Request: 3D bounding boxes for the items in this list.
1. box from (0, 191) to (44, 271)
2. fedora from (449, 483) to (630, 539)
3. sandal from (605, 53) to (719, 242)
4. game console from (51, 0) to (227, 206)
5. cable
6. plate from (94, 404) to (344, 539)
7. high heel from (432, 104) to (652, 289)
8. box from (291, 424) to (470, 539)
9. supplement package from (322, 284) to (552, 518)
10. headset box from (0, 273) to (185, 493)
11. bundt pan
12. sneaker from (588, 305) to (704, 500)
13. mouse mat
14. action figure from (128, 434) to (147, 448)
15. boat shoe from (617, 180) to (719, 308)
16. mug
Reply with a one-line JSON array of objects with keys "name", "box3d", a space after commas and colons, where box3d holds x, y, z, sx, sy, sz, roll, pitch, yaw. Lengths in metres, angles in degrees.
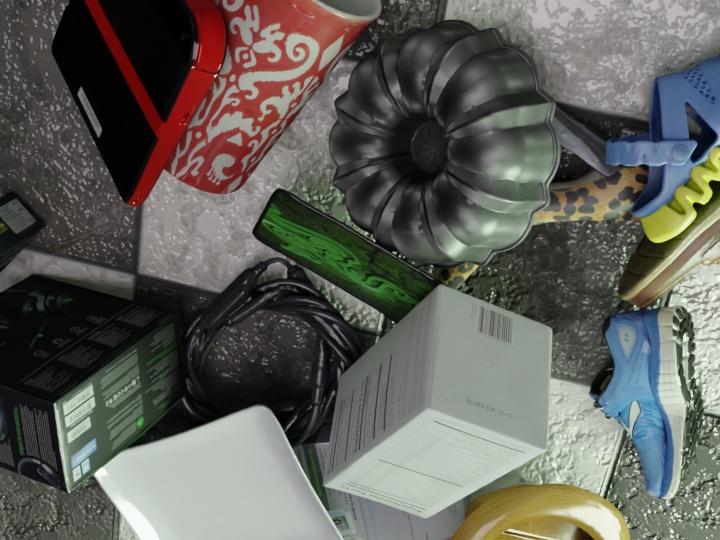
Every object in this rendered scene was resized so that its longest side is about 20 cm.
[{"name": "box", "box3d": [-0.393, 0.020, 0.980, 0.157, 0.200, 0.051, -40, 97, 24]}, {"name": "fedora", "box3d": [0.159, 0.265, 1.038, 0.197, 0.082, 0.204, -7, 117, -13]}, {"name": "sandal", "box3d": [0.261, -0.124, 0.837, 0.086, 0.080, 0.201, 35, 94, -4]}, {"name": "game console", "box3d": [-0.183, -0.182, 0.873, 0.178, 0.031, 0.202, -55, 53, 35]}, {"name": "cable", "box3d": [-0.092, 0.094, 1.038, 0.163, 0.051, 0.200, 43, 109, -9]}, {"name": "plate", "box3d": [-0.134, 0.225, 1.059, 0.197, 0.033, 0.202, -19, 117, 15]}, {"name": "high heel", "box3d": [0.158, -0.026, 0.923, 0.141, 0.072, 0.201, 35, 109, -2]}, {"name": "box", "box3d": [0.009, 0.228, 1.086, 0.196, 0.041, 0.159, -6, 112, 15]}, {"name": "supplement package", "box3d": [0.060, 0.117, 0.913, 0.112, 0.111, 0.200, 21, 146, -17]}, {"name": "headset box", "box3d": [-0.290, 0.093, 0.986, 0.197, 0.174, 0.094, 12, 118, 24]}, {"name": "bundt pan", "box3d": [0.054, -0.097, 0.864, 0.199, 0.075, 0.206, 6, 102, 33]}, {"name": "sneaker", "box3d": [0.257, 0.117, 0.978, 0.088, 0.079, 0.203, 5, 121, 32]}, {"name": "mouse mat", "box3d": [0.000, 0.000, 0.938, 0.198, 0.161, 0.008, 32, 73, -5]}, {"name": "action figure", "box3d": [-0.317, 0.152, 1.067, 0.196, 0.056, 0.118, 12, 150, -20]}, {"name": "boat shoe", "box3d": [0.296, -0.035, 0.892, 0.067, 0.072, 0.201, 36, 117, -9]}, {"name": "mug", "box3d": [-0.096, -0.186, 0.892, 0.132, 0.179, 0.201, 13, 129, -37]}]
